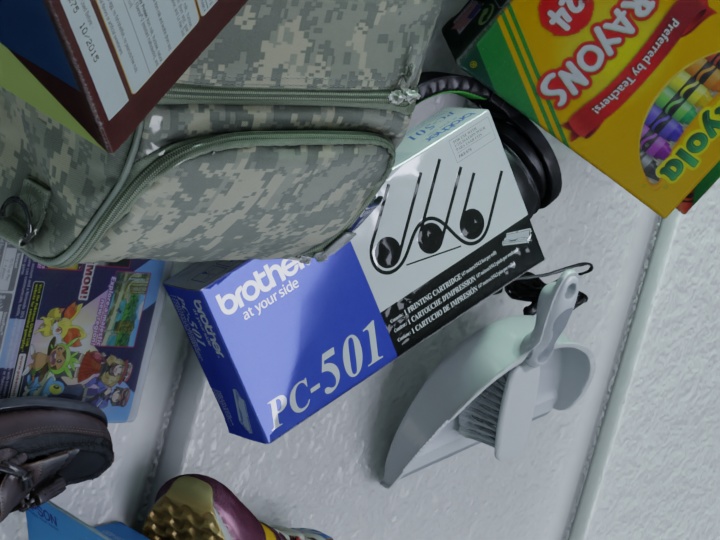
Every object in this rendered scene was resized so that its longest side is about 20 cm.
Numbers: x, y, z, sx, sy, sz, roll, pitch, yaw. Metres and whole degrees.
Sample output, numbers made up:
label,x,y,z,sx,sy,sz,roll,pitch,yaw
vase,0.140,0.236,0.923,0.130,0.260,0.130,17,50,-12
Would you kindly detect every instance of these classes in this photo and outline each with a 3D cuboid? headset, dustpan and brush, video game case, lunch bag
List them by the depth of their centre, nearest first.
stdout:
label,x,y,z,sx,sy,sz,roll,pitch,yaw
lunch bag,-0.072,-0.083,1.122,0.199,0.139,0.168,-4,120,-46
video game case,-0.160,-0.022,1.167,0.182,0.023,0.201,4,103,-48
headset,0.060,-0.033,1.382,0.200,0.094,0.124,38,78,-33
dustpan and brush,0.091,0.057,1.383,0.139,0.057,0.201,-21,142,-27

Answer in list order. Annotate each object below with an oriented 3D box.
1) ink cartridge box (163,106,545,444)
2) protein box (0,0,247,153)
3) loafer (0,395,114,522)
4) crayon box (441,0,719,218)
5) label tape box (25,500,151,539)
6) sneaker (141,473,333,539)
label,x,y,z,sx,sy,sz,roll,pitch,yaw
ink cartridge box,0.000,0.000,1.265,0.200,0.044,0.094,-33,112,-26
protein box,-0.124,-0.197,0.967,0.200,0.198,0.135,-50,156,-19
loafer,-0.198,0.105,1.136,0.199,0.063,0.072,-1,143,-43
crayon box,0.162,-0.119,1.357,0.200,0.051,0.127,33,108,-24
label tape box,-0.094,0.198,1.244,0.066,0.143,0.201,-34,130,-32
sneaker,-0.057,0.164,1.333,0.090,0.075,0.200,-51,144,-30
